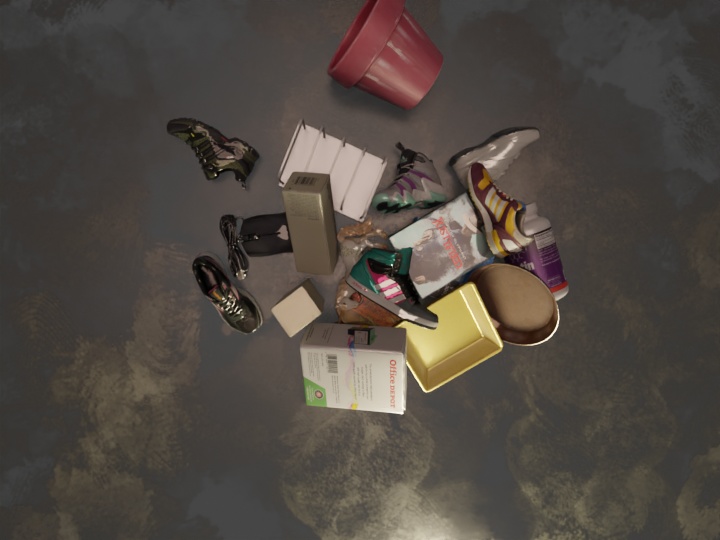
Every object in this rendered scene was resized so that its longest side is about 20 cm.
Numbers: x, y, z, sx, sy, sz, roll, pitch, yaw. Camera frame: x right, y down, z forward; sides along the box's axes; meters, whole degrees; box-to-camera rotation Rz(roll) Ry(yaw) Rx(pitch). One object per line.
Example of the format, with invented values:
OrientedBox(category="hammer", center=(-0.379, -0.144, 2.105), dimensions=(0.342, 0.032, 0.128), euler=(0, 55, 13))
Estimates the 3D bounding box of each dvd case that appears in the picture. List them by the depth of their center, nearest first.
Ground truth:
OrientedBox(category="dvd case", center=(0.174, -0.054, 1.136), dimensions=(0.198, 0.022, 0.148), euler=(-29, 93, -4))

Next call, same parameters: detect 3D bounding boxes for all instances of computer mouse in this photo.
OrientedBox(category="computer mouse", center=(-0.194, -0.068, 1.170), dimensions=(0.196, 0.053, 0.141), euler=(-13, 93, -1))

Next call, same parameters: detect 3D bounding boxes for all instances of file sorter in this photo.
OrientedBox(category="file sorter", center=(-0.057, -0.204, 1.132), dimensions=(0.197, 0.125, 0.141), euler=(23, 92, -3))

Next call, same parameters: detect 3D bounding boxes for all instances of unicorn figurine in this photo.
OrientedBox(category="unicorn figurine", center=(0.000, 0.000, 1.139), dimensions=(0.135, 0.074, 0.204), euler=(-13, 92, 7))

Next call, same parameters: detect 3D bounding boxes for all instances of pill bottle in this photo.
OrientedBox(category="pill bottle", center=(0.355, -0.034, 1.161), dimensions=(0.111, 0.112, 0.204), euler=(-18, 93, -1))

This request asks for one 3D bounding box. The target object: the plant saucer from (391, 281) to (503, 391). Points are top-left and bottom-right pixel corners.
OrientedBox(category="plant saucer", center=(0.176, 0.133, 1.160), dimensions=(0.198, 0.049, 0.201), euler=(-30, 120, 4))

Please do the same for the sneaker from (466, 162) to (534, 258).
OrientedBox(category="sneaker", center=(0.281, -0.132, 1.100), dimensions=(0.089, 0.074, 0.203), euler=(-26, 77, 38))

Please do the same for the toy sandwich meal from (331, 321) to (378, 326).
OrientedBox(category="toy sandwich meal", center=(-0.005, 0.195, 1.156), dimensions=(0.201, 0.070, 0.209), euler=(4, 109, 12))

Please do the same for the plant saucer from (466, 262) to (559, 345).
OrientedBox(category="plant saucer", center=(0.309, 0.063, 1.130), dimensions=(0.201, 0.200, 0.034), euler=(48, 51, -3))

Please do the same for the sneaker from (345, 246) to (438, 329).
OrientedBox(category="sneaker", center=(0.081, 0.018, 1.060), dimensions=(0.198, 0.084, 0.122), euler=(30, 99, 7))

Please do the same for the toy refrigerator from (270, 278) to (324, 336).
OrientedBox(category="toy refrigerator", center=(-0.119, 0.072, 1.107), dimensions=(0.075, 0.200, 0.070), euler=(-36, 94, 0))

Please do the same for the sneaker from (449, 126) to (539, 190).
OrientedBox(category="sneaker", center=(0.289, -0.242, 1.177), dimensions=(0.197, 0.075, 0.088), euler=(-26, 105, 6))

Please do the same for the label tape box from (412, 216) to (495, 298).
OrientedBox(category="label tape box", center=(0.182, -0.011, 1.181), dimensions=(0.197, 0.066, 0.146), euler=(22, 92, -1))

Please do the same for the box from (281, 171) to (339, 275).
OrientedBox(category="box", center=(-0.094, -0.089, 1.089), dimensions=(0.081, 0.069, 0.202), euler=(7, 133, 12))

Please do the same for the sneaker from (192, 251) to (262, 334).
OrientedBox(category="sneaker", center=(-0.289, 0.054, 1.157), dimensions=(0.080, 0.086, 0.200), euler=(-41, 94, 2))

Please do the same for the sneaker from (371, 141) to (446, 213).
OrientedBox(category="sneaker", center=(0.086, -0.195, 1.136), dimensions=(0.198, 0.077, 0.143), euler=(-10, 84, -45))

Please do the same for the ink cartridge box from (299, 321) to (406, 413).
OrientedBox(category="ink cartridge box", center=(-0.008, 0.186, 1.069), dimensions=(0.196, 0.084, 0.147), euler=(3, 119, 9))

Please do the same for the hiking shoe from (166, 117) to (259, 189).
OrientedBox(category="hiking shoe", center=(-0.314, -0.242, 1.145), dimensions=(0.197, 0.076, 0.102), euler=(22, 89, -4))

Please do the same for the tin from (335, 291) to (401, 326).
OrientedBox(category="tin", center=(0.029, 0.103, 1.196), dimensions=(0.112, 0.042, 0.200), euler=(-43, 94, -3))

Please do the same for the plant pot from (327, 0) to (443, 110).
OrientedBox(category="plant pot", center=(0.059, -0.425, 1.100), dimensions=(0.177, 0.200, 0.202), euler=(30, 92, -19))
